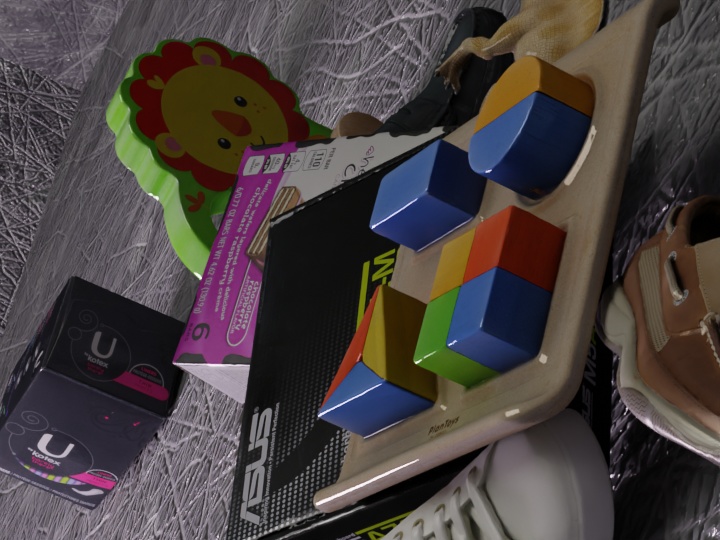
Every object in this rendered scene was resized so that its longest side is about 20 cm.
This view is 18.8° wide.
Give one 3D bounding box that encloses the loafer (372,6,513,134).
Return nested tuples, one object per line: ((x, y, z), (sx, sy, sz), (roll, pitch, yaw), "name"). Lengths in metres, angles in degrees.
((0.036, -0.067, 1.250), (0.068, 0.070, 0.202), (-33, 37, 67), "loafer")

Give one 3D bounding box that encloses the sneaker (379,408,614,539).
((0.035, 0.129, 0.877), (0.073, 0.084, 0.200), (63, 145, 28), "sneaker")

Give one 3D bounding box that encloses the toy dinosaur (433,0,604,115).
((0.095, -0.122, 1.187), (0.101, 0.058, 0.201), (-43, 32, 27), "toy dinosaur")

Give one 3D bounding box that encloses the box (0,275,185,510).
((-0.249, 0.114, 1.963), (0.200, 0.122, 0.107), (-51, 20, 51), "box")

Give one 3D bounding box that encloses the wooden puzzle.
((0.044, -0.010, 0.888), (0.185, 0.046, 0.201), (-33, 33, 58), "wooden puzzle")

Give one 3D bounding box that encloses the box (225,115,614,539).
((0.028, 0.030, 0.997), (0.192, 0.047, 0.201), (-22, 45, 33), "box")

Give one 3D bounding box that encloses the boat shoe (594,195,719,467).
((0.130, 0.021, 0.743), (0.072, 0.075, 0.200), (-62, 16, 12), "boat shoe")

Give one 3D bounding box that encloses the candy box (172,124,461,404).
((0.000, 0.000, 1.144), (0.199, 0.061, 0.137), (-2, 64, 47), "candy box")

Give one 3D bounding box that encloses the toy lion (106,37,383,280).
((-0.078, -0.064, 1.431), (0.069, 0.191, 0.201), (-54, 19, 42), "toy lion")
